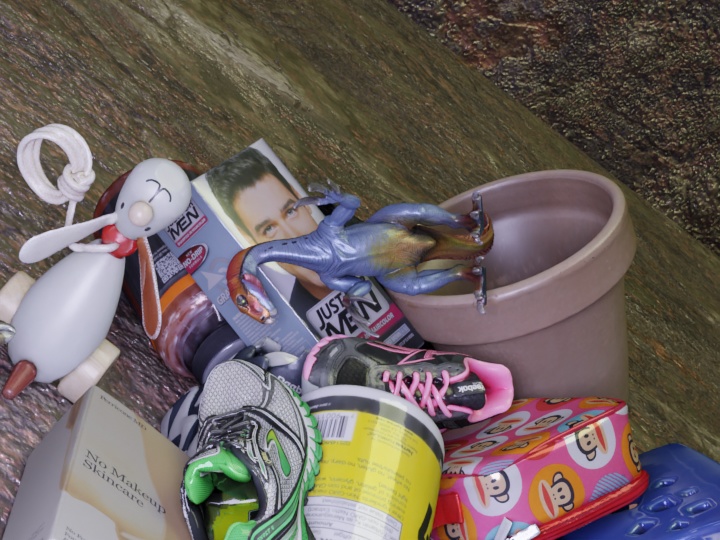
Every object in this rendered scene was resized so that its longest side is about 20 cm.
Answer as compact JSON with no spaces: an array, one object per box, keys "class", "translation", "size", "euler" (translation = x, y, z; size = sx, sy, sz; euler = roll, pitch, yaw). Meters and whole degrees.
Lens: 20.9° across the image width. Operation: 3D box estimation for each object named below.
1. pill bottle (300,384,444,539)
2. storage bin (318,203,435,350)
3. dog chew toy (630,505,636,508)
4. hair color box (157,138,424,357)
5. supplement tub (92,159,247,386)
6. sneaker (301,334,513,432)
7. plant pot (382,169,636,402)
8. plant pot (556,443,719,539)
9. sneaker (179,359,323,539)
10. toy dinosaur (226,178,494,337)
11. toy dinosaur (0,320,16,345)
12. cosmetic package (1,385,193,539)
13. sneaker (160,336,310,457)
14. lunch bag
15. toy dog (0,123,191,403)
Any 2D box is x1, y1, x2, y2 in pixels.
[{"class":"pill bottle","translation":[-0.015,0.183,1.237],"size":[0.114,0.114,0.201],"euler":[35,45,-24]},{"class":"storage bin","translation":[-0.012,0.053,1.651],"size":[0.093,0.135,0.200],"euler":[29,20,-39]},{"class":"dog chew toy","translation":[0.262,0.293,1.741],"size":[0.200,0.124,0.125],"euler":[48,14,-12]},{"class":"hair color box","translation":[-0.053,0.009,1.457],"size":[0.200,0.061,0.099],"euler":[51,39,2]},{"class":"supplement tub","translation":[-0.130,0.012,1.534],"size":[0.107,0.107,0.200],"euler":[25,25,-47]},{"class":"sneaker","translation":[0.038,0.083,1.371],"size":[0.199,0.095,0.080],"euler":[1,87,-54]},{"class":"plant pot","translation":[0.133,0.044,1.538],"size":[0.201,0.199,0.176],"euler":[-101,172,-65]},{"class":"plant pot","translation":[0.204,0.259,1.424],"size":[0.200,0.178,0.202],"euler":[-149,-135,-76]},{"class":"sneaker","translation":[-0.068,0.119,1.182],"size":[0.085,0.078,0.201],"euler":[55,13,-37]},{"class":"toy dinosaur","translation":[0.000,0.000,1.408],"size":[0.200,0.180,0.106],"euler":[32,55,-78]},{"class":"toy dinosaur","translation":[-0.289,0.049,1.148],"size":[0.199,0.077,0.102],"euler":[18,16,-46]},{"class":"cosmetic package","translation":[-0.151,0.160,1.153],"size":[0.105,0.071,0.200],"euler":[39,16,-16]},{"class":"sneaker","translation":[-0.068,0.119,1.355],"size":[0.079,0.130,0.199],"euler":[33,18,-23]},{"class":"lunch bag","translation":[0.089,0.153,1.400],"size":[0.175,0.200,0.083],"euler":[-20,94,-32]},{"class":"toy dog","translation":[-0.188,0.015,1.288],"size":[0.131,0.201,0.096],"euler":[18,33,5]}]
